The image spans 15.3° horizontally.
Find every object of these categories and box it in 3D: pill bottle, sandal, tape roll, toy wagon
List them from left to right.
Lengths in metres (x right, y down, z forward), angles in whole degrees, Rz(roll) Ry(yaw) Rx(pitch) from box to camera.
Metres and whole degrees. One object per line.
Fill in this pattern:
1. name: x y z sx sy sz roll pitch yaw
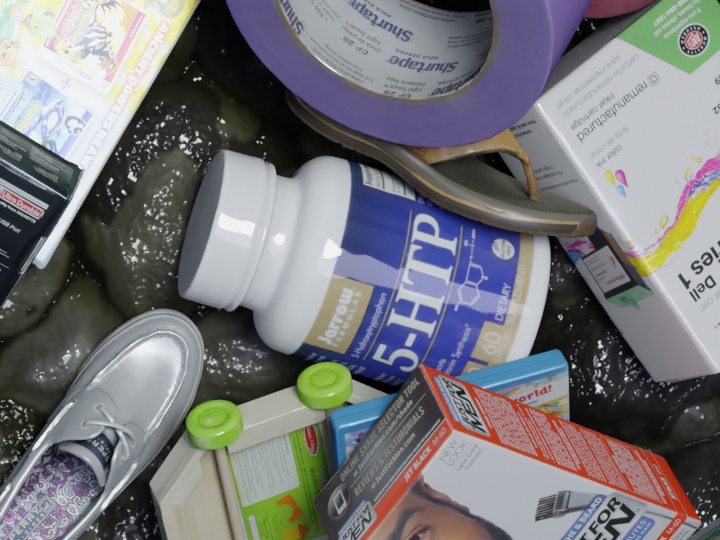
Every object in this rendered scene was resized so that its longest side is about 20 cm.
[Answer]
1. toy wagon: -0.022 0.124 1.582 0.199 0.040 0.156 -19 128 -13
2. pill bottle: 0.000 0.000 1.573 0.199 0.120 0.120 16 88 -13
3. tape roll: 0.027 -0.171 1.469 0.200 0.200 0.085 41 48 -11
4. sandal: 0.050 -0.077 1.558 0.199 0.082 0.055 31 109 14

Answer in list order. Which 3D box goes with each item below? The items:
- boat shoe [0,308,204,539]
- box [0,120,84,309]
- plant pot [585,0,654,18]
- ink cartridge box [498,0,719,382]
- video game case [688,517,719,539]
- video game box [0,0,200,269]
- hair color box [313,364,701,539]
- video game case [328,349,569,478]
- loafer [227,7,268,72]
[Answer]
1. boat shoe: -0.161 0.106 1.564 0.200 0.068 0.072 -45 101 -8
2. box: -0.281 -0.039 1.508 0.199 0.046 0.159 30 115 -12
3. plant pot: 0.137 -0.253 1.547 0.199 0.179 0.201 2 52 -3
4. ink cartridge box: 0.192 -0.054 1.622 0.145 0.084 0.200 -39 100 -21
5. video game case: 0.253 0.149 1.605 0.199 0.182 0.024 -31 88 -10
6. video game box: -0.213 -0.132 1.557 0.182 0.047 0.201 31 85 -10
7. hair color box: 0.086 0.139 1.541 0.199 0.064 0.111 22 116 -34
8. video game case: 0.056 0.144 1.586 0.142 0.018 0.201 -14 130 -12
9. loafer: -0.035 -0.218 1.589 0.072 0.073 0.201 1 101 -23
